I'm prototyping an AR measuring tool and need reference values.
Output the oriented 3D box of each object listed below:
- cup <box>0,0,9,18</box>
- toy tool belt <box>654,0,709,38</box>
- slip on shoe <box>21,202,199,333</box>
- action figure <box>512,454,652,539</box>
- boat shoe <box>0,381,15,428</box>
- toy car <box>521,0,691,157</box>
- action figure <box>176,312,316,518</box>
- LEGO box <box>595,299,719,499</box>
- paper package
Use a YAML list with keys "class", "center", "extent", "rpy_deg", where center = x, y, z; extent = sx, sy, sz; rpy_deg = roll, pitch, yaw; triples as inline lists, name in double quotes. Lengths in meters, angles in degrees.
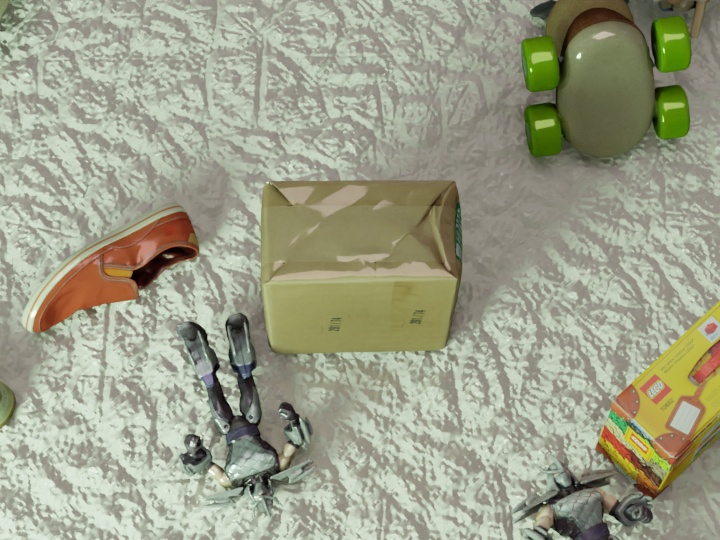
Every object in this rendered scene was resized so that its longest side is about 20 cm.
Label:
- class: "cup"
  center: [-0.440, -0.312, 1.720]
  extent: [0.143, 0.200, 0.201]
  rpy_deg: [26, 67, -17]
- class: "toy tool belt"
  center: [0.346, -0.344, 1.746]
  extent: [0.124, 0.123, 0.200]
  rpy_deg: [-8, 37, 15]
- class: "slip on shoe"
  center: [-0.248, 0.006, 1.627]
  extent: [0.200, 0.074, 0.061]
  rpy_deg: [-32, 72, -17]
- class: "action figure"
  center: [0.220, 0.258, 1.495]
  extent: [0.130, 0.069, 0.201]
  rpy_deg: [-21, 72, -14]
- class: "boat shoe"
  center: [-0.431, 0.093, 1.594]
  extent: [0.199, 0.063, 0.074]
  rpy_deg: [19, 69, 10]
- class: "toy car"
  center: [0.242, -0.231, 1.704]
  extent: [0.163, 0.158, 0.200]
  rpy_deg: [-8, 39, 0]
- class: "action figure"
  center: [-0.118, 0.144, 1.564]
  extent: [0.130, 0.069, 0.201]
  rpy_deg: [-15, 70, -11]
- class: "LEGO box"
  center: [0.322, 0.107, 1.524]
  extent: [0.200, 0.149, 0.077]
  rpy_deg: [-40, 72, -15]
- class: "paper package"
  center: [0.000, 0.000, 1.552]
  extent: [0.190, 0.200, 0.104]
  rpy_deg: [-1, 67, 0]
